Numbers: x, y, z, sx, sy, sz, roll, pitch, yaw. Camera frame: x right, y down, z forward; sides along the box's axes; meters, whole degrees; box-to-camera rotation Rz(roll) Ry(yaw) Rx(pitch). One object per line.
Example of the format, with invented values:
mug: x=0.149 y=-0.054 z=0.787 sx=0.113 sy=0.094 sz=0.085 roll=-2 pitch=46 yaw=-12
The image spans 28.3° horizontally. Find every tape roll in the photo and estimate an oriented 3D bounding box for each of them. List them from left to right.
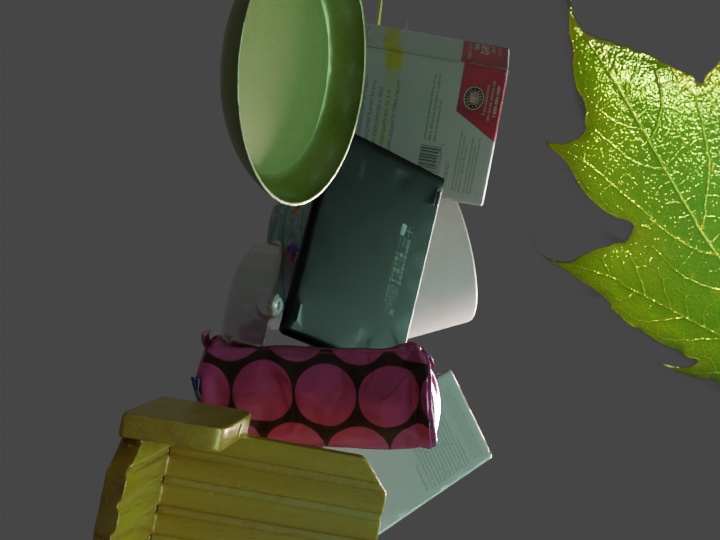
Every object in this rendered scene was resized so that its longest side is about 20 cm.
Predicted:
tape roll: x=0.040 y=-0.019 z=1.694 sx=0.203 sy=0.139 sz=0.203 roll=164 pitch=-90 yaw=-79

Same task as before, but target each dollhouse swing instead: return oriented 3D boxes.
dollhouse swing: x=-0.084 y=0.207 z=0.988 sx=0.182 sy=0.175 sz=0.201 roll=5 pitch=97 yaw=-86

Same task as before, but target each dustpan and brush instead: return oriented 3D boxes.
dustpan and brush: x=-0.087 y=0.034 z=1.228 sx=0.200 sy=0.057 sz=0.140 roll=68 pitch=34 yaw=-82

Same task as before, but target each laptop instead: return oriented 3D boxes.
laptop: x=0.000 y=0.000 z=1.284 sx=0.116 sy=0.200 sz=0.188 roll=-7 pitch=-116 yaw=53

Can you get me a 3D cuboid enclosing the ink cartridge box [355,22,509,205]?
ink cartridge box: x=0.037 y=-0.160 z=1.413 sx=0.083 sy=0.199 sz=0.146 roll=-77 pitch=177 yaw=-63

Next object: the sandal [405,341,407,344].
sandal: x=-0.055 y=0.108 z=1.403 sx=0.070 sy=0.211 sz=0.078 roll=48 pitch=21 yaw=-41

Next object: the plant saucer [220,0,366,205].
plant saucer: x=-0.052 y=-0.149 z=1.055 sx=0.200 sy=0.031 sz=0.201 roll=9 pitch=90 yaw=-66

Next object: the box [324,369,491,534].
box: x=0.006 y=0.186 z=1.347 sx=0.200 sy=0.098 sz=0.124 roll=-25 pitch=179 yaw=-44

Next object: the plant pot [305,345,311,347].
plant pot: x=-0.030 y=0.180 z=1.655 sx=0.179 sy=0.199 sz=0.201 roll=-104 pitch=-158 yaw=-64

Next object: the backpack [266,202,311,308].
backpack: x=-0.032 y=-0.002 z=1.413 sx=0.200 sy=0.126 sz=0.168 roll=74 pitch=11 yaw=-85

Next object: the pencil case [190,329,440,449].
pencil case: x=-0.035 y=0.097 z=1.155 sx=0.091 sy=0.199 sz=0.094 roll=-84 pitch=176 yaw=-88
